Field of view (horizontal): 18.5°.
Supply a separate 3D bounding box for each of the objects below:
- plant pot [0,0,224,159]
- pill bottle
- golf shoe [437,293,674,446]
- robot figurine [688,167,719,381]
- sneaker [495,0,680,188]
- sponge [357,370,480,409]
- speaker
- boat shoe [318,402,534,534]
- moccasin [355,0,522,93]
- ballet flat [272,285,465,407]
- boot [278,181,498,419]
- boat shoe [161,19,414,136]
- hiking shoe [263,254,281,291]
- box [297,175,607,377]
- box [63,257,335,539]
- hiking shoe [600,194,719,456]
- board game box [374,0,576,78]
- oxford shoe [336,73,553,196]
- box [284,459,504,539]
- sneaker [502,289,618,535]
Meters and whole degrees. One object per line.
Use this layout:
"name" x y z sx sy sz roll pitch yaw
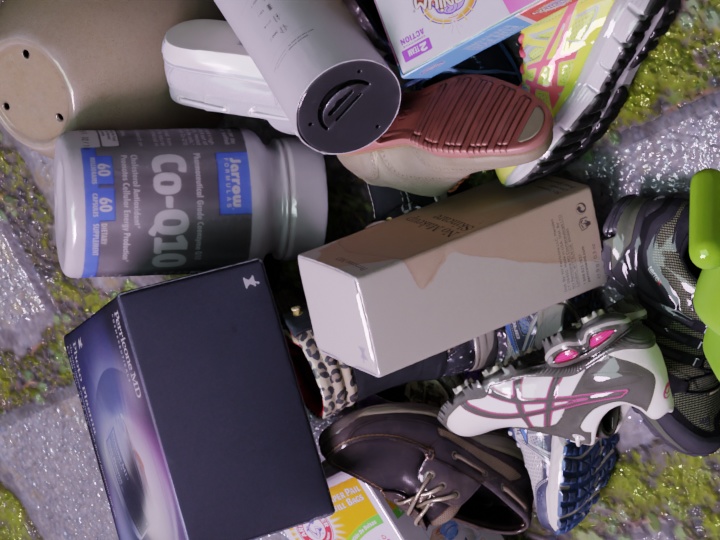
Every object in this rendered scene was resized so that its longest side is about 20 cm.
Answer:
"plant pot" -0.221 -0.163 1.763 0.200 0.134 0.200 16 121 29
"pill bottle" -0.132 -0.053 1.706 0.114 0.200 0.114 178 90 -77
"golf shoe" 0.135 0.093 1.585 0.200 0.077 0.088 -30 87 45
"robot figurine" 0.294 -0.013 1.464 0.175 0.116 0.200 17 110 -9
"sneaker" 0.142 -0.145 1.554 0.090 0.078 0.200 42 123 17
"sponge" 0.050 0.115 1.778 0.112 0.030 0.200 6 116 35
"speaker" -0.043 -0.169 1.600 0.200 0.081 0.081 -122 36 -47
"boat shoe" 0.059 0.154 1.671 0.074 0.200 0.073 -46 43 37
"moccasin" 0.041 -0.166 1.614 0.200 0.068 0.080 48 131 6
"ballet flat" -0.004 0.068 1.743 0.200 0.046 0.067 26 127 26
"boot" 0.001 0.000 1.655 0.204 0.154 0.073 67 159 5
"boat shoe" -0.056 -0.137 1.682 0.200 0.072 0.069 8 126 10
"hiking shoe" -0.117 0.031 1.829 0.087 0.074 0.200 19 116 41
"box" 0.066 0.000 1.582 0.095 0.200 0.078 20 127 58
"box" -0.128 0.113 1.678 0.198 0.123 0.200 -30 76 67
"hiking shoe" 0.238 0.041 1.572 0.101 0.076 0.200 -5 109 41
"board game box" 0.062 -0.253 1.524 0.153 0.040 0.200 -25 80 34
"oxford shoe" 0.064 -0.091 1.575 0.200 0.071 0.074 7 144 44
"box" 0.039 0.230 1.758 0.112 0.101 0.200 -28 95 41
"sneaker" 0.141 0.101 1.685 0.085 0.077 0.200 10 110 39
